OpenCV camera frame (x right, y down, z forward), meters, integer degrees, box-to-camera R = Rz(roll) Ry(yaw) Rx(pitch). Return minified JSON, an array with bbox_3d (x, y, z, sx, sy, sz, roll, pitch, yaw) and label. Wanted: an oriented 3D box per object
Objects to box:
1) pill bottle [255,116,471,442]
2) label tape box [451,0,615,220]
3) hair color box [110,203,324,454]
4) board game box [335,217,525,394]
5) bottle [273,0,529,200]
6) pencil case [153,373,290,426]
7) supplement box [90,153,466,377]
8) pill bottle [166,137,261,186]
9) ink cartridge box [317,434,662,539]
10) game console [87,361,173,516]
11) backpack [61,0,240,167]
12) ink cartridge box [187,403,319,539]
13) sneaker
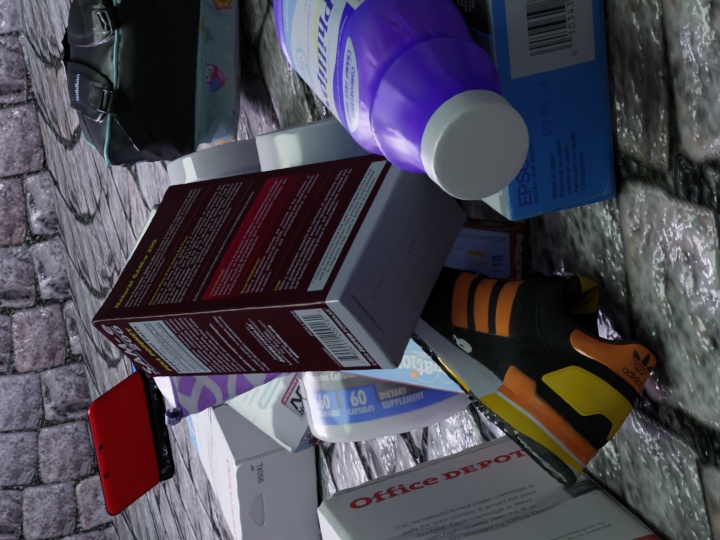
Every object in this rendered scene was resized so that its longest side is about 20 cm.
[{"bbox_3d":[0.000,0.000,1.130,0.114,0.113,0.201,-171,67,-73],"label":"pill bottle"},{"bbox_3d":[0.057,-0.127,0.908,0.200,0.063,0.145,-136,35,-61],"label":"label tape box"},{"bbox_3d":[-0.092,0.041,1.347,0.200,0.061,0.099,35,109,19],"label":"hair color box"},{"bbox_3d":[0.007,0.014,1.048,0.199,0.019,0.104,8,107,32],"label":"board game box"},{"bbox_3d":[0.017,-0.098,0.833,0.200,0.065,0.084,-126,29,-53],"label":"bottle"},{"bbox_3d":[-0.060,0.031,1.219,0.084,0.199,0.086,59,164,29],"label":"pencil case"},{"bbox_3d":[-0.049,0.000,0.983,0.199,0.109,0.061,-4,138,42],"label":"supplement box"},{"bbox_3d":[-0.089,-0.001,1.440,0.116,0.115,0.201,159,97,-74],"label":"pill bottle"},{"bbox_3d":[0.078,0.178,0.959,0.200,0.146,0.083,-139,35,-66],"label":"ink cartridge box"},{"bbox_3d":[-0.348,0.223,2.552,0.172,0.118,0.201,-129,29,-55],"label":"game console"},{"bbox_3d":[-0.186,-0.183,1.533,0.200,0.152,0.177,-162,69,-64],"label":"backpack"},{"bbox_3d":[-0.111,0.166,1.729,0.200,0.084,0.145,-121,21,-47],"label":"ink cartridge box"},{"bbox_3d":[0.085,0.032,0.931,0.070,0.090,0.200,44,-178,-36],"label":"sneaker"}]
